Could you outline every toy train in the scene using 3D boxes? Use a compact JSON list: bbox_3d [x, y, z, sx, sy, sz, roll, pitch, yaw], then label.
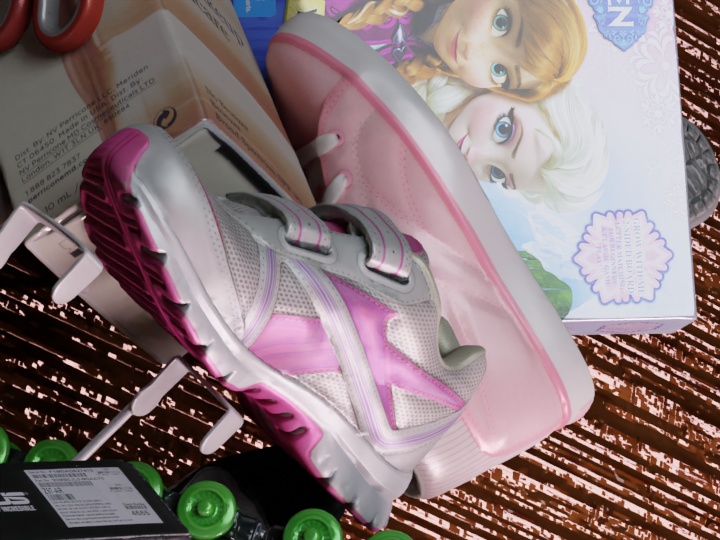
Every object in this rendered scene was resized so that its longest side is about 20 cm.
[{"bbox_3d":[-0.069,0.105,0.933,0.199,0.042,0.057,14,73,10],"label":"toy train"}]

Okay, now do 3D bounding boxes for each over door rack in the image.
[{"bbox_3d":[-0.155,0.060,0.857,0.067,0.200,0.148,57,2,30],"label":"over door rack"}]

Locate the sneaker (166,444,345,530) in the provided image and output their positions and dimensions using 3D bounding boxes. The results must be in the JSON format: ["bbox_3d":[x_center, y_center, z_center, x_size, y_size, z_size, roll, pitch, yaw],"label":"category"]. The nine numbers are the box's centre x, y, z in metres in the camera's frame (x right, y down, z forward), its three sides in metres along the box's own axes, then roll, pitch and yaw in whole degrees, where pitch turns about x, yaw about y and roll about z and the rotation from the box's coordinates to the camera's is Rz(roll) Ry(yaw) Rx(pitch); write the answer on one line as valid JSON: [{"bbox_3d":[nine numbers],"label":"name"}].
[{"bbox_3d":[-0.077,0.117,0.983,0.200,0.090,0.067,-30,87,-41],"label":"sneaker"}]

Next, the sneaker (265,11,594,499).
[{"bbox_3d":[0.000,0.000,1.011,0.104,0.075,0.201,-34,93,-19],"label":"sneaker"}]

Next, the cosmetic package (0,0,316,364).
[{"bbox_3d":[-0.094,-0.077,0.996,0.103,0.087,0.200,44,17,-48],"label":"cosmetic package"}]

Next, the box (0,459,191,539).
[{"bbox_3d":[-0.168,0.139,0.817,0.200,0.161,0.044,2,33,-44],"label":"box"}]

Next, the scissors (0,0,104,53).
[{"bbox_3d":[-0.129,-0.175,0.966,0.014,0.073,0.201,14,67,-51],"label":"scissors"}]

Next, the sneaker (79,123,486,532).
[{"bbox_3d":[-0.024,0.005,0.909,0.088,0.081,0.200,-46,133,-5],"label":"sneaker"}]

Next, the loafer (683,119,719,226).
[{"bbox_3d":[0.071,-0.013,1.160,0.199,0.070,0.075,-16,82,-23],"label":"loafer"}]

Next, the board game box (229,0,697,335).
[{"bbox_3d":[0.039,-0.071,1.091,0.199,0.041,0.201,-2,81,-11],"label":"board game box"}]

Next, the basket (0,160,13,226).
[{"bbox_3d":[-0.229,-0.071,0.935,0.200,0.136,0.180,52,18,-13],"label":"basket"}]
